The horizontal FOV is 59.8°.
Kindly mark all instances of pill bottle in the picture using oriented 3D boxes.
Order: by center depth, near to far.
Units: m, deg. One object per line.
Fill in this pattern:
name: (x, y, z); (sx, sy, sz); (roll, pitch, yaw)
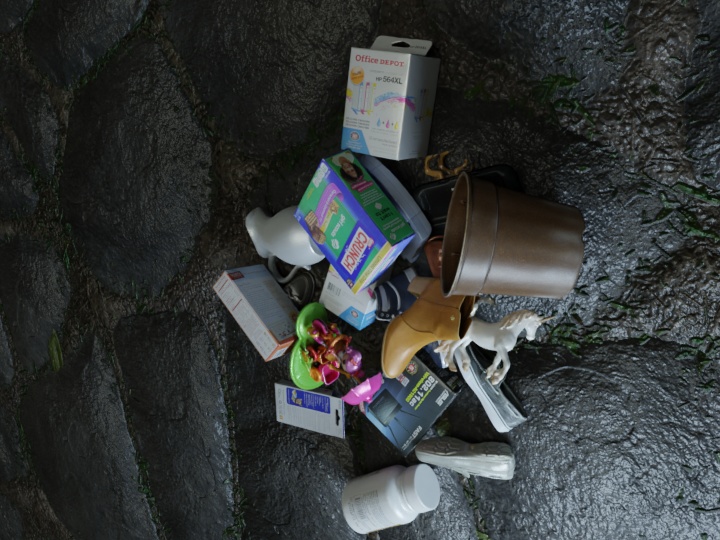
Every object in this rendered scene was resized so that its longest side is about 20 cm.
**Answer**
pill bottle: (0.065, 0.475, 1.317); (0.198, 0.114, 0.116); (-29, 86, 33)

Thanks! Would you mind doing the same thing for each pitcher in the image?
pitcher: (-0.143, -0.051, 1.332); (0.197, 0.121, 0.175); (4, 117, 42)

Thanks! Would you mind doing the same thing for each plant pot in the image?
plant pot: (0.244, -0.044, 1.018); (0.193, 0.201, 0.205); (8, 109, -2)

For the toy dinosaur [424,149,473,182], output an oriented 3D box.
toy dinosaur: (0.147, -0.158, 1.149); (0.197, 0.060, 0.109); (-13, 96, 34)

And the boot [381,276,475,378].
boot: (0.120, 0.109, 1.106); (0.143, 0.070, 0.205); (15, 82, 49)

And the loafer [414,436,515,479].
loafer: (0.203, 0.372, 1.226); (0.195, 0.070, 0.072); (1, 110, 23)

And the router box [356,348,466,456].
router box: (0.099, 0.253, 1.274); (0.149, 0.062, 0.202); (41, 119, 16)

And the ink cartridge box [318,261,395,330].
ink cartridge box: (0.000, 0.000, 1.273); (0.114, 0.067, 0.204); (30, 116, 23)

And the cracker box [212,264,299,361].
cracker box: (-0.204, 0.084, 1.325); (0.058, 0.133, 0.201); (-46, 73, 25)

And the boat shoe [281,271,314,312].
boat shoe: (-0.171, 0.085, 1.408); (0.067, 0.057, 0.201); (48, 121, 13)

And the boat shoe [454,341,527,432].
boat shoe: (0.245, 0.203, 1.175); (0.070, 0.072, 0.202); (-30, 95, 25)

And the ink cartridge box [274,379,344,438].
ink cartridge box: (-0.112, 0.316, 1.439); (0.196, 0.037, 0.097); (6, 104, 34)

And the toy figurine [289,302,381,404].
toy figurine: (-0.035, 0.182, 1.258); (0.182, 0.149, 0.204); (22, 129, 42)

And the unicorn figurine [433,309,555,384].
unicorn figurine: (0.232, 0.123, 1.101); (0.195, 0.074, 0.141); (15, 91, 13)

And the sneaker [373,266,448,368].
sneaker: (0.093, 0.107, 1.212); (0.106, 0.070, 0.204); (-22, 83, -5)

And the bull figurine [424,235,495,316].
bull figurine: (0.185, 0.028, 1.167); (0.119, 0.065, 0.204); (-17, 98, 27)

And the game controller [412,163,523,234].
game controller: (0.191, -0.125, 1.119); (0.196, 0.042, 0.106); (-11, 116, 27)

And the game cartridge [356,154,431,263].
game cartridge: (0.055, -0.120, 1.190); (0.201, 0.041, 0.134); (51, 162, 12)

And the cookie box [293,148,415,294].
cookie box: (-0.016, -0.086, 1.147); (0.201, 0.075, 0.172); (51, 141, 11)

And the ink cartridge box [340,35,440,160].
ink cartridge box: (0.055, -0.315, 1.131); (0.126, 0.124, 0.205); (16, 110, 28)
